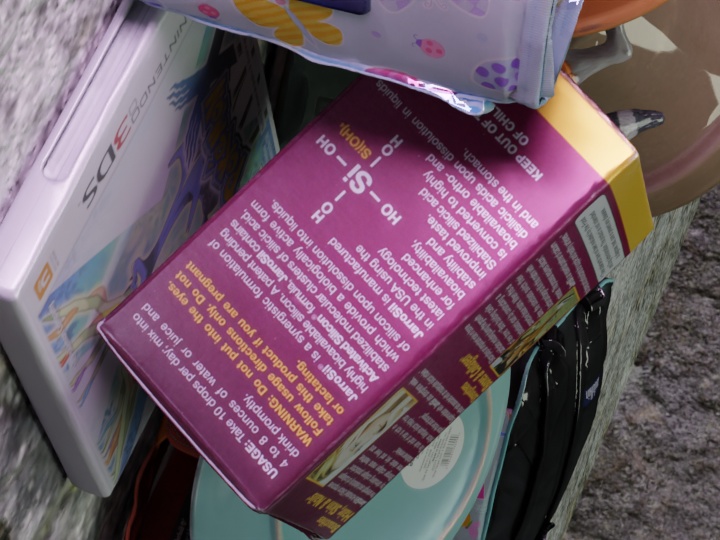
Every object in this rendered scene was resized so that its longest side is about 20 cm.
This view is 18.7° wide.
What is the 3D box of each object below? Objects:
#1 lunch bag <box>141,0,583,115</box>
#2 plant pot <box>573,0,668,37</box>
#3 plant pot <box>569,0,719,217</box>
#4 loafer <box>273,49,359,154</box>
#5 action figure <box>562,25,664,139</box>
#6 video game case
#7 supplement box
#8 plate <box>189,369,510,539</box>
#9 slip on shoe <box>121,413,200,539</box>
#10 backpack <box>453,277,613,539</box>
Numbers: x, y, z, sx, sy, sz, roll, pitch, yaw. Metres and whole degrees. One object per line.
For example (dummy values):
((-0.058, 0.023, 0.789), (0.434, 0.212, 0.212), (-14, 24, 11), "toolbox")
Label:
((0.012, -0.165, 0.744), (0.127, 0.168, 0.201), (-39, 147, -69), "lunch bag")
((0.080, -0.214, 0.924), (0.140, 0.198, 0.201), (-62, 167, -62), "plant pot")
((0.131, -0.146, 1.300), (0.174, 0.199, 0.202), (29, 80, -58), "plant pot")
((-0.009, -0.098, 1.027), (0.201, 0.071, 0.063), (-69, -159, 9), "loafer")
((0.063, -0.048, 1.070), (0.194, 0.105, 0.200), (-46, -167, -12), "action figure")
((-0.085, -0.025, 0.877), (0.200, 0.022, 0.183), (82, 30, -64), "video game case")
((0.012, 0.001, 0.880), (0.200, 0.103, 0.131), (-43, 165, -1), "supplement box")
((0.006, 0.087, 1.017), (0.199, 0.026, 0.202), (-22, 125, -36), "plate")
((-0.061, 0.069, 1.001), (0.061, 0.074, 0.201), (-61, 174, -80), "slip on shoe")
((0.069, 0.098, 1.403), (0.176, 0.152, 0.202), (-46, 143, -56), "backpack")
